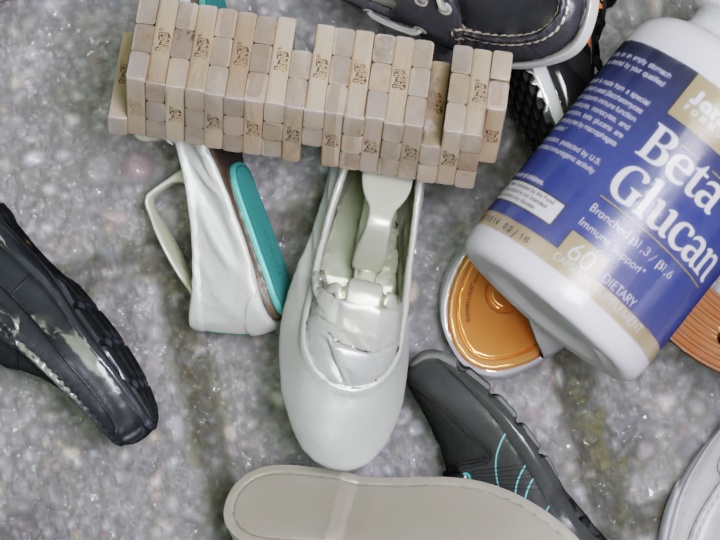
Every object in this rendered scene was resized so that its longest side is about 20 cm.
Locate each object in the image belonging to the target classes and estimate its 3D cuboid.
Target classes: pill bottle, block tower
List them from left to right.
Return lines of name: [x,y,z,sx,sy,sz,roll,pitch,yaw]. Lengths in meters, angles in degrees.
block tower: [-0.026,-0.090,1.292,0.199,0.058,0.054,8,61,0]
pill bottle: [0.153,-0.054,1.274,0.111,0.111,0.200,39,85,1]

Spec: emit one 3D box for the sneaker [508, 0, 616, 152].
sneaker: [0.111,-0.146,1.360,0.090,0.070,0.201,-17,74,-7]

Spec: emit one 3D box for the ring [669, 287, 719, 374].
ring: [0.229,-0.034,1.323,0.199,0.019,0.202,-3,73,10]

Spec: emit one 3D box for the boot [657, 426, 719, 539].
boot: [0.222,0.096,1.343,0.073,0.096,0.201,28,85,0]

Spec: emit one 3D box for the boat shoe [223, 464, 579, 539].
boat shoe: [0.028,0.150,1.324,0.199,0.063,0.073,10,54,18]

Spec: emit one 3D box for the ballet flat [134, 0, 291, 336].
ballet flat: [-0.089,-0.060,1.362,0.069,0.069,0.201,-13,87,-3]

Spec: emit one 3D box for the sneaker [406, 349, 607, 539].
sneaker: [0.077,0.133,1.346,0.079,0.075,0.200,-35,88,-2]

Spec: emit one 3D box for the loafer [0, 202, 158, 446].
loafer: [-0.186,0.021,1.348,0.070,0.068,0.201,-43,84,3]

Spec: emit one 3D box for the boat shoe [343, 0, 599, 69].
boat shoe: [0.034,-0.156,1.316,0.200,0.060,0.074,29,103,39]

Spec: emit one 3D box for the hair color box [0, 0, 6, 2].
hair color box: [-0.127,-0.201,1.348,0.199,0.102,0.062,-18,87,-5]

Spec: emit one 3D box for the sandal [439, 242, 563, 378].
sandal: [0.132,-0.020,1.366,0.206,0.059,0.079,-32,88,-4]

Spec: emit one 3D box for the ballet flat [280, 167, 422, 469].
ballet flat: [0.000,0.000,1.325,0.069,0.069,0.201,10,70,-2]
